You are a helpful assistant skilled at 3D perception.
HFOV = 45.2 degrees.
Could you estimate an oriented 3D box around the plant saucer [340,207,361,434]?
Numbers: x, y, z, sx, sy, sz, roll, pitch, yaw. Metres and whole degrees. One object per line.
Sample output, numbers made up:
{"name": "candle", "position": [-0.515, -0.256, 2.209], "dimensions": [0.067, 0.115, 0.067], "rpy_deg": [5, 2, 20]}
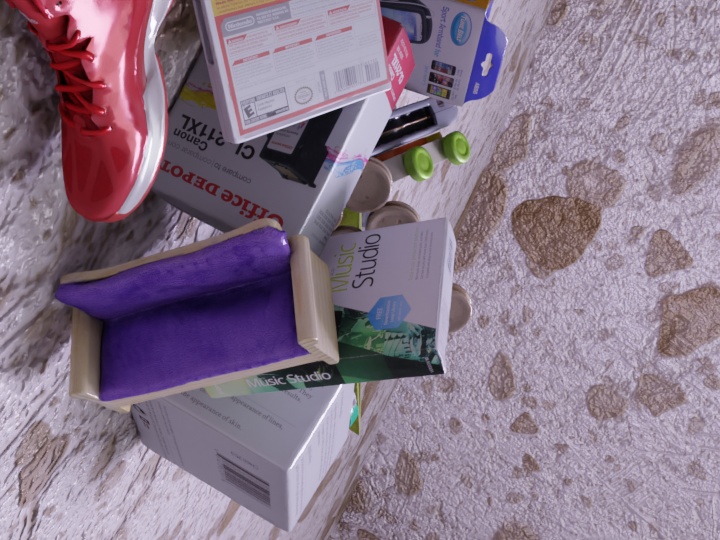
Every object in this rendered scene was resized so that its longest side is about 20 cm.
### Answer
{"name": "plant saucer", "position": [-0.023, 0.054, 0.985], "dimensions": [0.201, 0.047, 0.201], "rpy_deg": [88, 3, -53]}

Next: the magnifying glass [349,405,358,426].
{"name": "magnifying glass", "position": [-0.088, 0.108, 0.953], "dimensions": [0.022, 0.199, 0.080], "rpy_deg": [-51, 176, -31]}

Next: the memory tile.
{"name": "memory tile", "position": [0.000, 0.000, 0.794], "dimensions": [0.153, 0.201, 0.017], "rpy_deg": [-26, -154, 18]}

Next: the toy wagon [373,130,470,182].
{"name": "toy wagon", "position": [0.010, -0.090, 0.856], "dimensions": [0.155, 0.040, 0.200], "rpy_deg": [-18, -174, 42]}

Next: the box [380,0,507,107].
{"name": "box", "position": [0.039, -0.228, 0.807], "dimensions": [0.119, 0.198, 0.042], "rpy_deg": [99, 11, -56]}

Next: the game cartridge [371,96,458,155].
{"name": "game cartridge", "position": [-0.011, -0.121, 0.851], "dimensions": [0.199, 0.042, 0.133], "rpy_deg": [-27, -176, -40]}

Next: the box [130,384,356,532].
{"name": "box", "position": [-0.120, 0.133, 0.868], "dimensions": [0.131, 0.199, 0.199], "rpy_deg": [-55, 166, -29]}

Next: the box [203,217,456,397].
{"name": "box", "position": [-0.024, 0.029, 0.704], "dimensions": [0.145, 0.198, 0.036], "rpy_deg": [-80, 153, -45]}

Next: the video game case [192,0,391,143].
{"name": "video game case", "position": [-0.049, -0.201, 0.573], "dimensions": [0.142, 0.017, 0.202], "rpy_deg": [-26, 119, -32]}

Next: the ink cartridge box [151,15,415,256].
{"name": "ink cartridge box", "position": [-0.065, -0.121, 0.702], "dimensions": [0.201, 0.145, 0.083], "rpy_deg": [-64, 169, -4]}

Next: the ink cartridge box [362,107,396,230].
{"name": "ink cartridge box", "position": [0.022, -0.174, 1.072], "dimensions": [0.160, 0.047, 0.201], "rpy_deg": [95, 3, -62]}

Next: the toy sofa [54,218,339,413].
{"name": "toy sofa", "position": [-0.122, 0.038, 0.635], "dimensions": [0.098, 0.198, 0.083], "rpy_deg": [47, 32, -61]}

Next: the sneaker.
{"name": "sneaker", "position": [-0.165, -0.120, 0.481], "dimensions": [0.115, 0.078, 0.202], "rpy_deg": [-21, 124, -62]}
